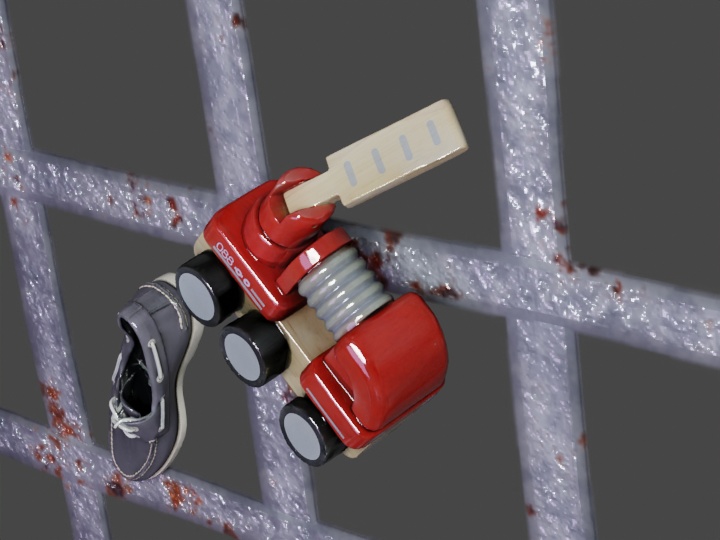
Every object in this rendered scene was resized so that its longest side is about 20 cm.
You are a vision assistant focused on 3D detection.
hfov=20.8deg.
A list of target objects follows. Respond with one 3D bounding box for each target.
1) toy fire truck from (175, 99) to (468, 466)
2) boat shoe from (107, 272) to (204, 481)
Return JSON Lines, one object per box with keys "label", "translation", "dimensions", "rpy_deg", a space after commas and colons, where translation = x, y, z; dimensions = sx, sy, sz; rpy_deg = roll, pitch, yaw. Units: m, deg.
{"label": "toy fire truck", "translation": [0.000, 0.000, 1.228], "dimensions": [0.176, 0.128, 0.200], "rpy_deg": [53, 148, 8]}
{"label": "boat shoe", "translation": [-0.169, 0.089, 1.466], "dimensions": [0.073, 0.063, 0.201], "rpy_deg": [38, 134, 23]}
